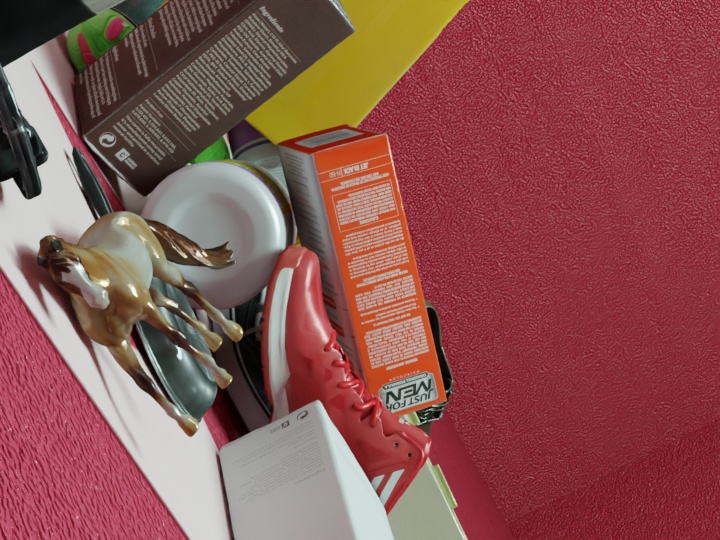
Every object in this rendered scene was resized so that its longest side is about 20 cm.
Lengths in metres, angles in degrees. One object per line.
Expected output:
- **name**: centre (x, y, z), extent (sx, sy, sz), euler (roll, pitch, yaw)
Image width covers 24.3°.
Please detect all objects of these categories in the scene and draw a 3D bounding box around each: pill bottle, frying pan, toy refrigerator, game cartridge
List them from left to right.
- **frying pan**: centre (-0.134, 0.014, 1.097), extent (0.115, 0.031, 0.191), euler (60, 8, -59)
- **pill bottle**: centre (-0.101, -0.030, 1.245), extent (0.105, 0.104, 0.200), euler (63, 3, -3)
- **game cartridge**: centre (-0.039, -0.201, 1.275), extent (0.176, 0.200, 0.032), euler (39, 17, -15)
- **toy refrigerator**: centre (0.032, 0.169, 1.307), extent (0.201, 0.070, 0.076), euler (64, 1, 14)

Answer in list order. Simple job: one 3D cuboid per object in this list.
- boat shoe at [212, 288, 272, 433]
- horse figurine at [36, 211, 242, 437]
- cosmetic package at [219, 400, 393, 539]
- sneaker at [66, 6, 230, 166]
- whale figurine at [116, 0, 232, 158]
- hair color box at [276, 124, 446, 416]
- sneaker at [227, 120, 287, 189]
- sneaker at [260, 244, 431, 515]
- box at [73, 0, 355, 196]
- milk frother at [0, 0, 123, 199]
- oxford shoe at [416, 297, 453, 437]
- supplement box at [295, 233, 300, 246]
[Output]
- **boat shoe**: centre (-0.068, 0.069, 1.283), extent (0.074, 0.068, 0.200), euler (61, 4, -24)
- **horse figurine**: centre (-0.124, 0.011, 0.953), extent (0.133, 0.050, 0.200), euler (45, 16, -12)
- **cosmetic package**: centre (-0.022, 0.186, 1.035), extent (0.113, 0.081, 0.200), euler (61, 5, -27)
- **sneaker**: centre (-0.163, -0.135, 1.338), extent (0.084, 0.076, 0.201), euler (-104, 168, -58)
- **whale figurine**: centre (-0.164, -0.164, 1.485), extent (0.159, 0.104, 0.201), euler (27, -45, 37)
- **hair color box**: centre (0.000, 0.000, 1.218), extent (0.101, 0.061, 0.201), euler (-152, -132, -71)
- **sneaker**: centre (-0.070, -0.117, 1.431), extent (0.201, 0.072, 0.115), euler (56, 14, -72)
- **sneaker**: centre (-0.005, 0.082, 1.158), extent (0.078, 0.115, 0.201), euler (-57, 147, -70)
- **box**: centre (-0.109, -0.156, 1.210), extent (0.075, 0.200, 0.100), euler (45, 13, -32)
- **milk frother**: centre (-0.145, -0.162, 0.905), extent (0.201, 0.187, 0.180), euler (63, 4, 3)
- **oxford shoe**: centre (0.037, 0.112, 1.398), extent (0.084, 0.072, 0.201), euler (19, -59, 48)
- **supplement box**: centre (-0.028, 0.057, 1.461), extent (0.201, 0.126, 0.074), euler (61, -1, -19)
